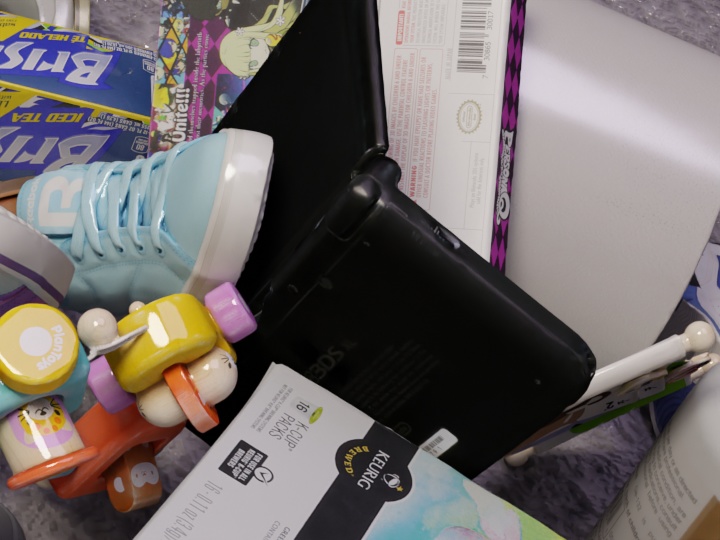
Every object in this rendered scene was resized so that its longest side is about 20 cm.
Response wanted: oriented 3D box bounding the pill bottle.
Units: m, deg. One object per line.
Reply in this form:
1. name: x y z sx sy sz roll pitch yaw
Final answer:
1. pill bottle: 0.191 0.104 0.812 0.114 0.200 0.114 17 38 -13

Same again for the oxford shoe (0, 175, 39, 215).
1. oxford shoe: -0.194 0.001 0.826 0.200 0.071 0.071 -22 88 -48

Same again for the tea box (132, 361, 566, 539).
1. tea box: -0.012 0.175 0.653 0.197 0.134 0.200 32 36 4

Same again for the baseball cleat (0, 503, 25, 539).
1. baseball cleat: -0.182 0.122 0.634 0.070 0.107 0.200 29 34 11

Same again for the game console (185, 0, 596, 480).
1. game console: 0.000 0.000 0.737 0.176 0.200 0.116 38 50 -5

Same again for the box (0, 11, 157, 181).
1. box: -0.207 -0.095 0.912 0.200 0.070 0.064 12 41 -19

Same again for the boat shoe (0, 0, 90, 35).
1. boat shoe: -0.205 -0.174 1.015 0.068 0.075 0.200 0 37 -23

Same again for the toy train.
1. toy train: -0.113 0.067 0.668 0.200 0.150 0.056 -2 57 -59

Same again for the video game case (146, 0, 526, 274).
1. video game case: -0.016 -0.051 0.832 0.181 0.200 0.036 3 -4 19

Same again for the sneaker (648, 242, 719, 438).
1. sneaker: 0.218 0.040 1.008 0.115 0.081 0.200 6 39 -23

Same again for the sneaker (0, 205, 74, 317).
1. sneaker: -0.169 0.036 0.678 0.073 0.200 0.114 29 72 -1

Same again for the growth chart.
1. growth chart: 0.106 0.063 0.824 0.018 0.145 0.200 65 7 12

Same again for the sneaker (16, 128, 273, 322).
1. sneaker: -0.104 -0.016 0.741 0.082 0.200 0.074 14 69 -23

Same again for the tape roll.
1. tape roll: 0.097 -0.048 0.937 0.139 0.203 0.203 23 36 -8
